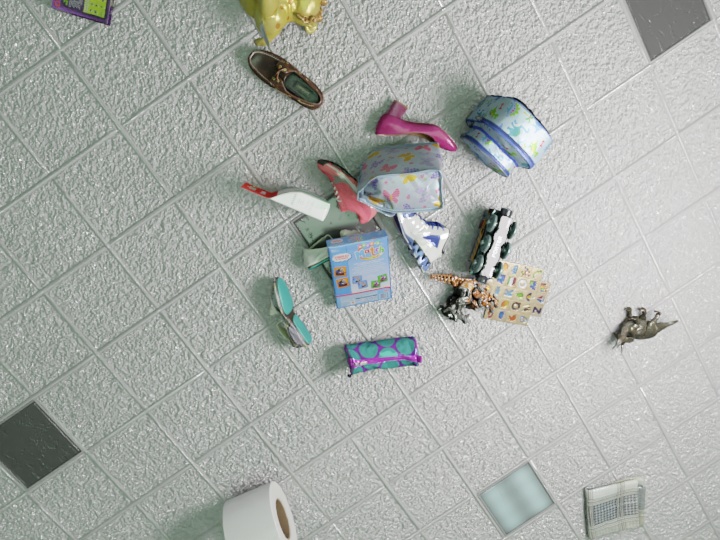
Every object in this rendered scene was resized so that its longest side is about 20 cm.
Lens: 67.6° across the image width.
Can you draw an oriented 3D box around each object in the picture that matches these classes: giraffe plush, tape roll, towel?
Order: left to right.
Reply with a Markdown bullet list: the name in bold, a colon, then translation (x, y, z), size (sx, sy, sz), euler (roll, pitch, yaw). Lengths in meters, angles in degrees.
- **tape roll**: translation (-0.269, 0.696, 1.452), size (0.138, 0.203, 0.205), euler (-21, 106, -2)
- **giraffe plush**: translation (-0.159, -0.593, 1.175), size (0.161, 0.172, 0.202), euler (-19, 96, -24)
- **towel**: translation (0.807, 0.749, 1.695), size (0.197, 0.035, 0.195), euler (-11, 105, -5)

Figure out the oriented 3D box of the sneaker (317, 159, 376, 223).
- **sneaker**: translation (-0.037, -0.191, 1.323), size (0.199, 0.074, 0.087), euler (38, 98, -15)

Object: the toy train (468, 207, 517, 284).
- **toy train**: translation (0.334, -0.066, 1.380), size (0.084, 0.114, 0.202), euler (16, 98, -10)

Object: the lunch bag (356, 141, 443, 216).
- **lunch bag**: translation (0.094, -0.214, 1.271), size (0.197, 0.170, 0.128), euler (-2, 124, 6)

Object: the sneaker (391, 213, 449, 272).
- **sneaker**: translation (0.160, -0.106, 1.375), size (0.114, 0.081, 0.201), euler (-31, 112, -3)

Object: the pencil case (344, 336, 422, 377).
- **pencil case**: translation (0.058, 0.227, 1.433), size (0.197, 0.092, 0.086), euler (-7, 105, -7)

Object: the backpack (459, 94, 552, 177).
- **backpack**: translation (0.345, -0.313, 1.277), size (0.182, 0.200, 0.147), euler (38, 97, -16)

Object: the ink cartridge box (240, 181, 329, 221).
- **ink cartridge box**: translation (-0.174, -0.181, 1.262), size (0.198, 0.161, 0.051), euler (24, 98, -12)

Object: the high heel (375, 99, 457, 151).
- **high heel**: translation (0.136, -0.323, 1.315), size (0.199, 0.067, 0.097), euler (32, 89, 1)

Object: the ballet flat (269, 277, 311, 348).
- **ballet flat**: translation (-0.196, 0.116, 1.387), size (0.071, 0.072, 0.202), euler (-25, 105, -1)

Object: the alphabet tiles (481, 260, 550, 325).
- **alphabet tiles**: translation (0.422, 0.064, 1.484), size (0.197, 0.006, 0.168), euler (10, 103, -10)

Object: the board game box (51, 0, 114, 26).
- **board game box**: translation (-0.586, -0.649, 1.157), size (0.119, 0.032, 0.202), euler (12, 102, -15)

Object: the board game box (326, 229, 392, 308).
- **board game box**: translation (0.000, 0.000, 1.357), size (0.149, 0.037, 0.202), euler (-10, 130, -5)

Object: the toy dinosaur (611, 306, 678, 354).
- **toy dinosaur**: translation (0.800, 0.161, 1.535), size (0.197, 0.077, 0.103), euler (-10, 117, -10)

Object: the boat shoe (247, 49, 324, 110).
- **boat shoe**: translation (-0.170, -0.444, 1.244), size (0.199, 0.070, 0.071), euler (29, 100, -12)

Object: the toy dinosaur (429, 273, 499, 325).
- **toy dinosaur**: translation (0.272, 0.067, 1.436), size (0.198, 0.102, 0.137), euler (27, 85, 9)

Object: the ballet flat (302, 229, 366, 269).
- **ballet flat**: translation (-0.056, -0.067, 1.362), size (0.198, 0.069, 0.070), euler (-22, 106, -1)
